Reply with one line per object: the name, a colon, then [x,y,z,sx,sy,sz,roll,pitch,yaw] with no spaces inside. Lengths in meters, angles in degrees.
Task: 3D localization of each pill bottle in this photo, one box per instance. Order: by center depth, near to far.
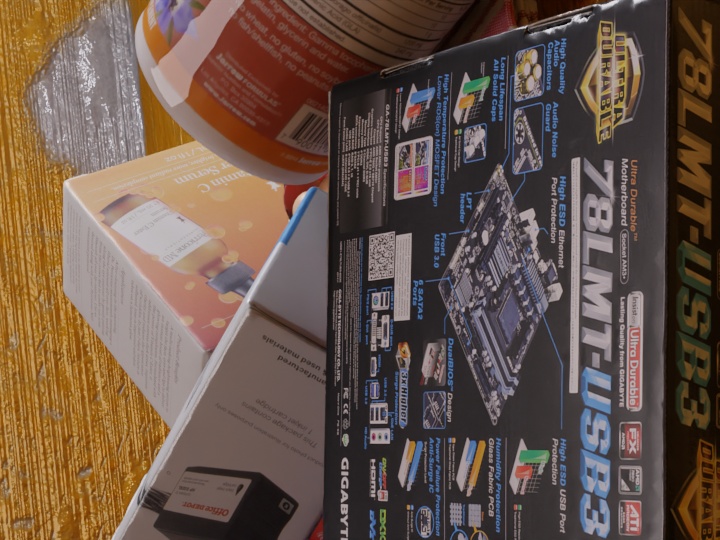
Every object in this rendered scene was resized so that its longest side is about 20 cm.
pill bottle: [-0.001,-0.142,0.709,0.200,0.112,0.113,-48,38,26]

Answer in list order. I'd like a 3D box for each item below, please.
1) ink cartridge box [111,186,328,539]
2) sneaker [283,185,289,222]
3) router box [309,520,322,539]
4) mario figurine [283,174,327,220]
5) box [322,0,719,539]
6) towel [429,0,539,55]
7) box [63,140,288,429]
ink cartridge box: [-0.048,0.081,0.820,0.201,0.083,0.145,-59,4,26]
sneaker: [-0.017,-0.084,1.065,0.201,0.078,0.080,81,179,-49]
router box: [0.009,0.219,0.989,0.200,0.048,0.181,80,170,-63]
mario figurine: [0.000,0.000,0.926,0.106,0.123,0.201,58,-175,-47]
box: [0.057,0.015,0.600,0.198,0.049,0.202,-9,79,54]
towel: [0.037,-0.075,0.757,0.147,0.030,0.201,-52,28,35]
box: [-0.101,0.011,1.175,0.200,0.151,0.107,45,142,35]
